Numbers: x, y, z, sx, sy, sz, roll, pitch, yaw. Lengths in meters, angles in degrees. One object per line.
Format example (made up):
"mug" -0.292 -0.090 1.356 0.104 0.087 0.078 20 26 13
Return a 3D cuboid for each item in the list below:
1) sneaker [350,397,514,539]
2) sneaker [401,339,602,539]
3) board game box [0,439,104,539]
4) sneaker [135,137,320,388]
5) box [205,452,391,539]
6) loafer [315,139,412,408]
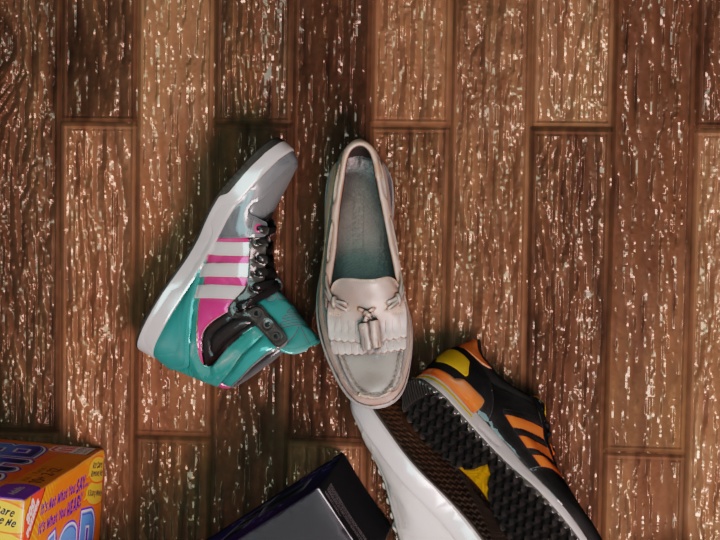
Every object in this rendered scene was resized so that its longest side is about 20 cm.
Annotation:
"sneaker" 0.040 0.180 1.091 0.085 0.073 0.200 -41 78 27
"sneaker" 0.126 0.137 1.074 0.200 0.070 0.090 47 54 3
"board game box" -0.320 0.239 1.067 0.199 0.200 0.200 5 93 5
"sneaker" -0.074 0.010 1.086 0.121 0.084 0.200 34 104 8
"box" -0.084 0.231 1.072 0.200 0.141 0.079 -33 87 6
"loafer" 0.000 0.000 1.061 0.072 0.063 0.201 -4 72 0
